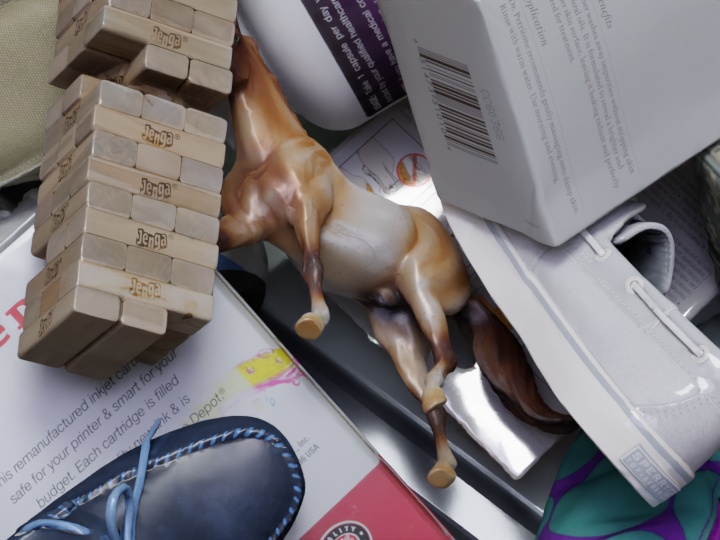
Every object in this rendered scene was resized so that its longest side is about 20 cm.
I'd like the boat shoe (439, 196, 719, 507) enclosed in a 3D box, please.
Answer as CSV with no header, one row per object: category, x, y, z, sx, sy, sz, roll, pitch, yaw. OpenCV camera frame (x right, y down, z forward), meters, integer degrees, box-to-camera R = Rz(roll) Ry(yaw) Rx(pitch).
boat shoe,0.089,0.005,1.054,0.068,0.072,0.200,-38,32,6

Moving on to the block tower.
block tower,-0.082,-0.061,1.018,0.054,0.058,0.201,17,63,-25

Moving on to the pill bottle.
pill bottle,0.014,-0.133,1.135,0.199,0.112,0.113,-30,69,1

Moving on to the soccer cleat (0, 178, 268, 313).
soccer cleat,-0.138,0.006,1.149,0.199,0.070,0.087,-12,63,-10

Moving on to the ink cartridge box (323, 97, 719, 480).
ink cartridge box,0.083,-0.029,1.167,0.200,0.050,0.161,-44,72,-8

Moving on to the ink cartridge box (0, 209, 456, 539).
ink cartridge box,-0.086,0.079,1.066,0.146,0.083,0.200,-42,93,-11

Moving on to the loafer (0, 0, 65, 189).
loafer,-0.153,-0.065,1.123,0.200,0.068,0.076,-25,84,34

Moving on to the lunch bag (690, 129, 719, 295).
lunch bag,0.237,-0.003,1.085,0.199,0.168,0.139,-26,31,-10

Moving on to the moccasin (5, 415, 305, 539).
moccasin,-0.100,0.123,0.982,0.200,0.068,0.081,-38,93,-11

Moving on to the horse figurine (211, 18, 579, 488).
horse figurine,0.000,0.000,1.076,0.050,0.200,0.133,-38,31,29

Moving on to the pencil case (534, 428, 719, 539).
pencil case,0.102,0.128,1.028,0.085,0.092,0.200,47,35,-18

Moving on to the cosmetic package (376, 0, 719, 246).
cosmetic package,0.113,-0.111,1.057,0.200,0.113,0.081,-32,32,-23
